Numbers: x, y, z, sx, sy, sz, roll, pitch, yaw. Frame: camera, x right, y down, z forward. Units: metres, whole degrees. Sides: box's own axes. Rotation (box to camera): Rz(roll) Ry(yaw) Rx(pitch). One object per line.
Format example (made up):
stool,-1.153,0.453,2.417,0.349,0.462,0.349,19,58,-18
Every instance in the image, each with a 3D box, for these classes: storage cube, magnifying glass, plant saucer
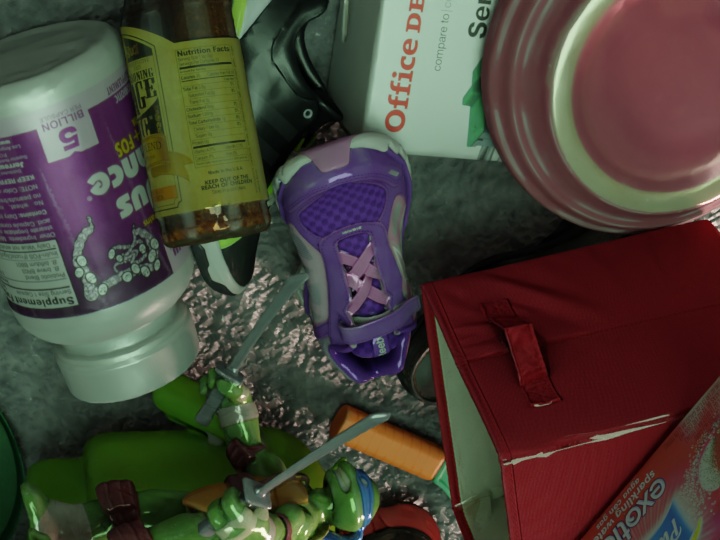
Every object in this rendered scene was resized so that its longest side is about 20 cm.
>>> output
storage cube,0.147,0.100,0.932,0.179,0.171,0.201,-13,123,-6
magnifying glass,0.069,0.138,1.116,0.199,0.022,0.080,26,104,-21
plant saucer,0.168,-0.110,0.927,0.199,0.051,0.202,-5,113,-12

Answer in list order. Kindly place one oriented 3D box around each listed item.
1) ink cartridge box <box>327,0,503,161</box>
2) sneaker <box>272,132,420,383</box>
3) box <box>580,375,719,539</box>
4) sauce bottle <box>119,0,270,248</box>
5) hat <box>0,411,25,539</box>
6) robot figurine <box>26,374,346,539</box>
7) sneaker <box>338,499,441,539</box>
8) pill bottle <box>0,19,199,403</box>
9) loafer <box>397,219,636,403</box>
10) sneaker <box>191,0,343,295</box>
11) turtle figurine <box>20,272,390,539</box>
ink cartridge box,0.092,-0.141,0.970,0.199,0.084,0.147,2,112,-15
sneaker,0.000,0.000,0.956,0.080,0.089,0.200,-13,150,-4
box,0.175,0.157,0.815,0.099,0.096,0.200,27,110,-27
sauce bottle,-0.095,-0.114,0.894,0.066,0.066,0.201,-11,89,-8
hat,-0.278,0.152,0.954,0.165,0.176,0.201,-16,115,-6
robot figurine,-0.106,0.157,1.030,0.199,0.116,0.177,-1,112,-13
sneaker,-0.030,0.232,1.090,0.200,0.098,0.071,-30,119,2
pill bottle,-0.158,-0.030,0.942,0.112,0.112,0.201,-19,116,-5
loafer,0.112,0.024,1.050,0.200,0.072,0.073,-36,116,4
sneaker,-0.052,-0.079,0.955,0.082,0.072,0.201,5,108,3
turtle figurine,-0.090,0.103,0.909,0.193,0.144,0.201,-16,144,-10
